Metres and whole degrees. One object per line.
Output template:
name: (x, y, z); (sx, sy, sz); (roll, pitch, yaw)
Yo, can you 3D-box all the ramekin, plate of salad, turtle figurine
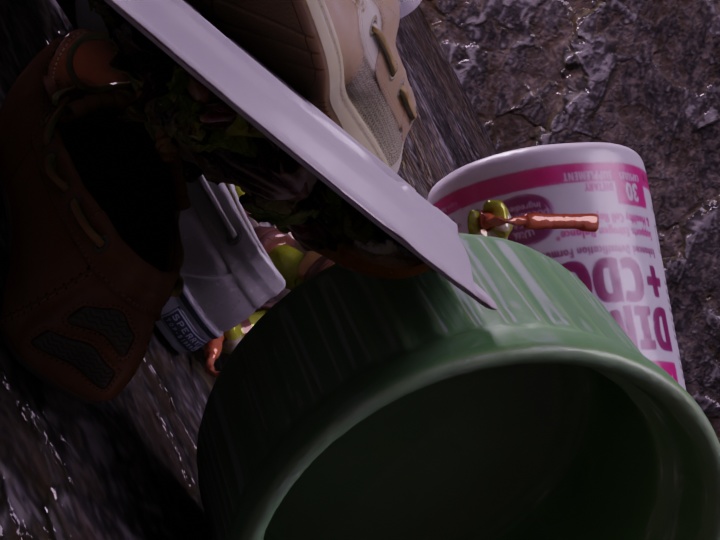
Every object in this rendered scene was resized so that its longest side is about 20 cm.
ramekin: (0.032, 0.084, 0.918); (0.200, 0.199, 0.098); (56, 4, -39)
plate of salad: (-0.036, -0.043, 0.815); (0.200, 0.048, 0.200); (40, 3, -3)
turtle figurine: (0.000, 0.000, 1.112); (0.161, 0.199, 0.065); (40, -31, 54)

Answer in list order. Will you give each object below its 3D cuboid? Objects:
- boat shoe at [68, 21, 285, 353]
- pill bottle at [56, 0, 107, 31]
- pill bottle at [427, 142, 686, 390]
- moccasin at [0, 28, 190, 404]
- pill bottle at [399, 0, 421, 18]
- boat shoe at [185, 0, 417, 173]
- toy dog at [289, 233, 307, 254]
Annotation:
boat shoe: (-0.072, -0.062, 1.066); (0.075, 0.086, 0.203); (54, 13, -48)
pill bottle: (-0.087, -0.150, 1.025); (0.200, 0.114, 0.114); (54, 1, 38)
pill bottle: (0.103, 0.047, 1.183); (0.113, 0.113, 0.202); (34, 45, -73)
moccasin: (-0.094, -0.037, 0.868); (0.073, 0.078, 0.202); (36, 21, -19)
pill bottle: (-0.036, -0.159, 1.184); (0.112, 0.199, 0.111); (61, 9, -16)
boat shoe: (-0.020, -0.093, 0.917); (0.072, 0.065, 0.200); (20, -22, 25)
toy dog: (0.015, 0.025, 1.238); (0.132, 0.096, 0.201); (56, 11, -38)
